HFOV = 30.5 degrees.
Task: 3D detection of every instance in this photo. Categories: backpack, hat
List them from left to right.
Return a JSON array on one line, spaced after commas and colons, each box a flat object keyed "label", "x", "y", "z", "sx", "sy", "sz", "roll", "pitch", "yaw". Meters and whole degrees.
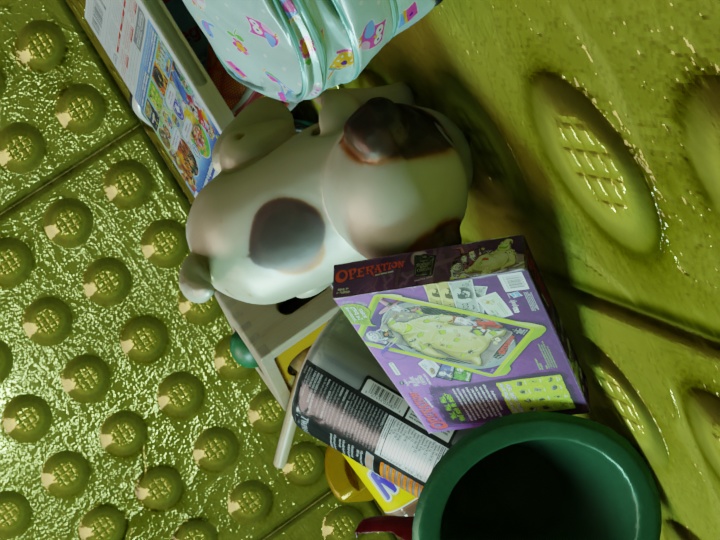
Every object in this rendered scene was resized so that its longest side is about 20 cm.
[{"label": "backpack", "x": -0.046, "y": -0.191, "z": 0.676, "sx": 0.167, "sy": 0.126, "sz": 0.201, "roll": 39, "pitch": 164, "yaw": 52}, {"label": "hat", "x": 0.103, "y": 0.158, "z": 0.979, "sx": 0.176, "sy": 0.197, "sz": 0.168, "roll": -109, "pitch": 21, "yaw": -77}]

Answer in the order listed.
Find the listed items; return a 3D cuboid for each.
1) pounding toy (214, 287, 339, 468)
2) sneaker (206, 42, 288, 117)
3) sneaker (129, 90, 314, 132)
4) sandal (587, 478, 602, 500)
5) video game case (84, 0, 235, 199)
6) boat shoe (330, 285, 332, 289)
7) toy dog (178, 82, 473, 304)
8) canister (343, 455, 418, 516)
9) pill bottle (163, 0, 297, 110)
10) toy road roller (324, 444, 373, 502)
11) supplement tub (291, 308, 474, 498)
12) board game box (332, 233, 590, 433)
[{"label": "pounding toy", "x": -0.063, "y": 0.082, "z": 1.465, "sx": 0.143, "sy": 0.199, "sz": 0.185, "roll": 51, "pitch": 170, "yaw": 26}, {"label": "sneaker", "x": -0.085, "y": -0.169, "z": 1.005, "sx": 0.077, "sy": 0.072, "sz": 0.201, "roll": 52, "pitch": 138, "yaw": 20}, {"label": "sneaker", "x": -0.108, "y": -0.122, "z": 1.206, "sx": 0.199, "sy": 0.084, "sz": 0.121, "roll": 10, "pitch": -155, "yaw": -46}, {"label": "sandal", "x": 0.175, "y": 0.191, "z": 1.033, "sx": 0.081, "sy": 0.054, "sz": 0.200, "roll": 54, "pitch": 171, "yaw": 14}, {"label": "video game case", "x": -0.153, "y": -0.151, "z": 1.015, "sx": 0.201, "sy": 0.018, "sz": 0.143, "roll": 58, "pitch": 158, "yaw": 8}, {"label": "boat shoe", "x": 0.000, "y": 0.000, "z": 1.263, "sx": 0.072, "sy": 0.067, "sz": 0.200, "roll": 54, "pitch": 172, "yaw": 15}, {"label": "toy dog", "x": -0.015, "y": -0.053, "z": 0.851, "sx": 0.199, "sy": 0.193, "sz": 0.141, "roll": -10, "pitch": 102, "yaw": 44}, {"label": "canister", "x": 0.070, "y": 0.171, "z": 1.221, "sx": 0.201, "sy": 0.148, "sz": 0.087, "roll": 54, "pitch": -166, "yaw": -7}, {"label": "pill bottle", "x": -0.130, "y": -0.213, "z": 1.087, "sx": 0.201, "sy": 0.108, "sz": 0.109, "roll": 60, "pitch": 170, "yaw": -24}, {"label": "toy road roller", "x": 0.017, "y": 0.150, "z": 1.357, "sx": 0.201, "sy": 0.145, "sz": 0.123, "roll": 58, "pitch": -165, "yaw": 20}, {"label": "supplement tub", "x": 0.053, "y": 0.118, "z": 1.074, "sx": 0.198, "sy": 0.123, "sz": 0.123, "roll": 28, "pitch": 162, "yaw": 16}, {"label": "board game box", "x": 0.070, "y": 0.047, "z": 0.839, "sx": 0.200, "sy": 0.118, "sz": 0.033, "roll": 57, "pitch": -155, "yaw": -54}]
